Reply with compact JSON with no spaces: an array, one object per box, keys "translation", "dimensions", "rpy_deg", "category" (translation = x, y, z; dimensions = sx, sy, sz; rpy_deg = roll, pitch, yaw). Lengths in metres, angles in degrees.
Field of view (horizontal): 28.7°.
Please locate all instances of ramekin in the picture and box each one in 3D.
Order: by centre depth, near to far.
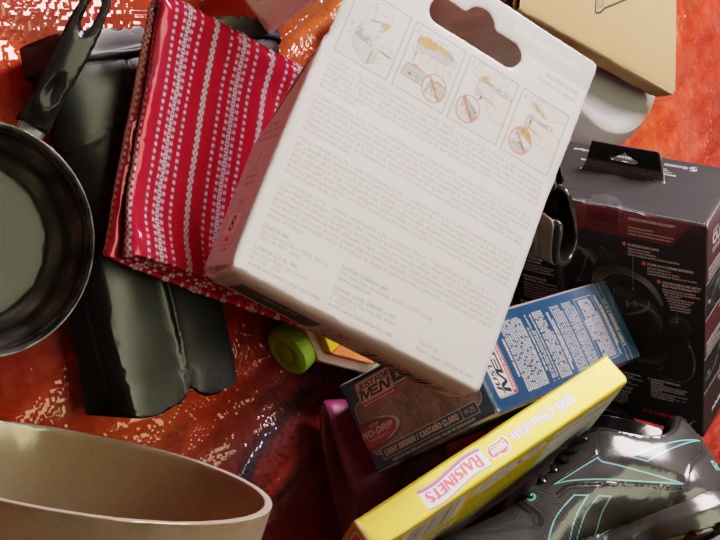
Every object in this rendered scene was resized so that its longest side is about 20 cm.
[{"translation":[0.147,-0.174,1.059],"dimensions":[0.201,0.094,0.205],"rpy_deg":[8,80,-48],"category":"ramekin"}]

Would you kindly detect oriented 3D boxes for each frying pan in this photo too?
[{"translation":[-0.185,-0.053,0.688],"dimensions":[0.114,0.031,0.193],"rpy_deg":[5,85,-28],"category":"frying pan"}]

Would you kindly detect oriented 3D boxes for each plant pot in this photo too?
[{"translation":[-0.150,0.185,0.631],"dimensions":[0.186,0.186,0.202],"rpy_deg":[11,91,-47],"category":"plant pot"}]

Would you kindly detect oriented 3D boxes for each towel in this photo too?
[{"translation":[-0.051,-0.050,0.779],"dimensions":[0.199,0.022,0.146],"rpy_deg":[21,73,-48],"category":"towel"}]

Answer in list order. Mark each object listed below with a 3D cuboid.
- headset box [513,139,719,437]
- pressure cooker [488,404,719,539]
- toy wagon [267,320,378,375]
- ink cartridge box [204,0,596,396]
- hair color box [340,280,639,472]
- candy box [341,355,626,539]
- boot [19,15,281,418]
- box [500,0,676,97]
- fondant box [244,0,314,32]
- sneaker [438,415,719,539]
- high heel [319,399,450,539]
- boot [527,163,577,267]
[{"translation":[0.186,0.003,0.996],"dimensions":[0.077,0.147,0.202],"rpy_deg":[-46,138,-44],"category":"headset box"},{"translation":[0.171,0.195,0.971],"dimensions":[0.177,0.177,0.201],"rpy_deg":[85,23,-54],"category":"pressure cooker"},{"translation":[0.000,0.000,0.893],"dimensions":[0.155,0.039,0.202],"rpy_deg":[-41,121,-35],"category":"toy wagon"},{"translation":[0.026,-0.055,0.759],"dimensions":[0.162,0.057,0.202],"rpy_deg":[27,72,-24],"category":"ink cartridge box"},{"translation":[0.088,0.064,0.901],"dimensions":[0.199,0.100,0.061],"rpy_deg":[-11,73,-54],"category":"hair color box"},{"translation":[0.066,0.126,0.832],"dimensions":[0.199,0.102,0.026],"rpy_deg":[-28,71,-29],"category":"candy box"},{"translation":[-0.095,-0.032,0.781],"dimensions":[0.164,0.065,0.202],"rpy_deg":[-14,91,-38],"category":"boot"},{"translation":[0.167,-0.229,1.001],"dimensions":[0.199,0.021,0.166],"rpy_deg":[15,74,-46],"category":"box"},{"translation":[0.015,-0.227,0.832],"dimensions":[0.058,0.144,0.200],"rpy_deg":[52,30,-11],"category":"fondant box"},{"translation":[0.130,0.143,0.853],"dimensions":[0.198,0.076,0.080],"rpy_deg":[-10,69,-18],"category":"sneaker"},{"translation":[-0.011,0.184,0.873],"dimensions":[0.095,0.067,0.202],"rpy_deg":[25,64,-24],"category":"high heel"},{"translation":[0.070,-0.093,0.932],"dimensions":[0.068,0.130,0.202],"rpy_deg":[-42,116,-43],"category":"boot"}]
